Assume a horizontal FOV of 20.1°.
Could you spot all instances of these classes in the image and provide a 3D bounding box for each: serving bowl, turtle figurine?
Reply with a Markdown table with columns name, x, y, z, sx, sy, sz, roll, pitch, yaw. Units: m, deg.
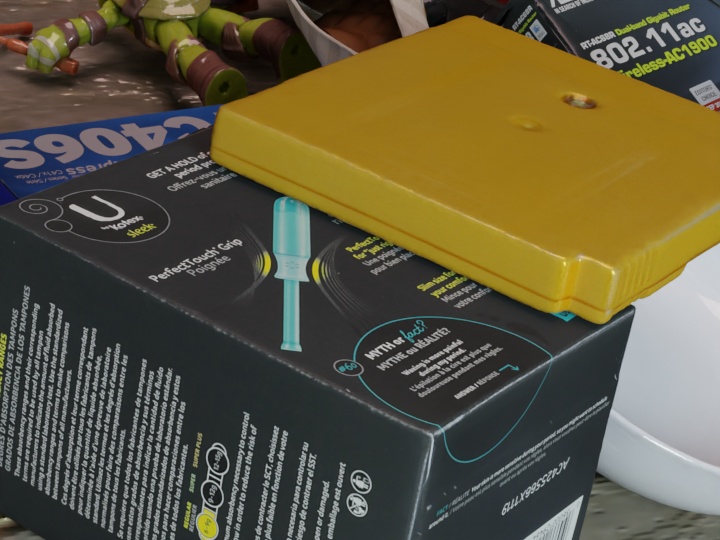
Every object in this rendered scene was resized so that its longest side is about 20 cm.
| name | x | y | z | sx | sy | sz | roll | pitch | yaw |
| --- | --- | --- | --- | --- | --- | --- | --- | --- | --- |
| serving bowl | 0.132 | 0.030 | 0.893 | 0.199 | 0.066 | 0.201 | 17 | 43 | -17 |
| turtle figurine | -0.099 | -0.145 | 1.163 | 0.199 | 0.065 | 0.161 | -18 | 39 | -41 |

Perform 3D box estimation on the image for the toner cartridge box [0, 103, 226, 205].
| name | x | y | z | sx | sy | sz | roll | pitch | yaw |
| --- | --- | --- | --- | --- | --- | --- | --- | --- | --- |
| toner cartridge box | -0.087 | -0.039 | 0.998 | 0.199 | 0.043 | 0.095 | -11 | 37 | -34 |

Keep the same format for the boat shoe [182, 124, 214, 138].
| name | x | y | z | sx | sy | sz | roll | pitch | yaw |
| --- | --- | --- | --- | --- | --- | --- | --- | --- | --- |
| boat shoe | 0.000 | 0.000 | 0.936 | 0.199 | 0.076 | 0.074 | 18 | 67 | -12 |

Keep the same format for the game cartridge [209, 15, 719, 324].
| name | x | y | z | sx | sy | sz | roll | pitch | yaw |
| --- | --- | --- | --- | --- | --- | --- | --- | --- | --- |
| game cartridge | 0.065 | -0.046 | 0.828 | 0.176 | 0.033 | 0.200 | 25 | 30 | 25 |

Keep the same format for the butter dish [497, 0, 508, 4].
| name | x | y | z | sx | sy | sz | roll | pitch | yaw |
| --- | --- | --- | --- | --- | --- | --- | --- | --- | --- |
| butter dish | 0.081 | -0.222 | 1.272 | 0.147 | 0.201 | 0.200 | -21 | 11 | 8 |

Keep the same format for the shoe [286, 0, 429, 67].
| name | x | y | z | sx | sy | sz | roll | pitch | yaw |
| --- | --- | --- | --- | --- | --- | --- | --- | --- | --- |
| shoe | 0.000 | -0.140 | 1.070 | 0.070 | 0.053 | 0.200 | -26 | 43 | 2 |

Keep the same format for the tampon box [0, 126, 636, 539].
| name | x | y | z | sx | sy | sz | roll | pitch | yaw |
| --- | --- | --- | --- | --- | --- | --- | --- | --- | --- |
| tampon box | -0.026 | 0.049 | 0.770 | 0.199 | 0.127 | 0.150 | 26 | 30 | 28 |

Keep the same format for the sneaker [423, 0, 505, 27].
| name | x | y | z | sx | sy | sz | roll | pitch | yaw |
| --- | --- | --- | --- | --- | --- | --- | --- | --- | --- |
| sneaker | 0.099 | -0.105 | 1.138 | 0.199 | 0.060 | 0.104 | 10 | 26 | -25 |

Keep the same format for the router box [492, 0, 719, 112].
| name | x | y | z | sx | sy | sz | roll | pitch | yaw |
| --- | --- | --- | --- | --- | --- | --- | --- | --- | --- |
| router box | 0.181 | -0.101 | 1.080 | 0.199 | 0.062 | 0.150 | -23 | 70 | -36 |
